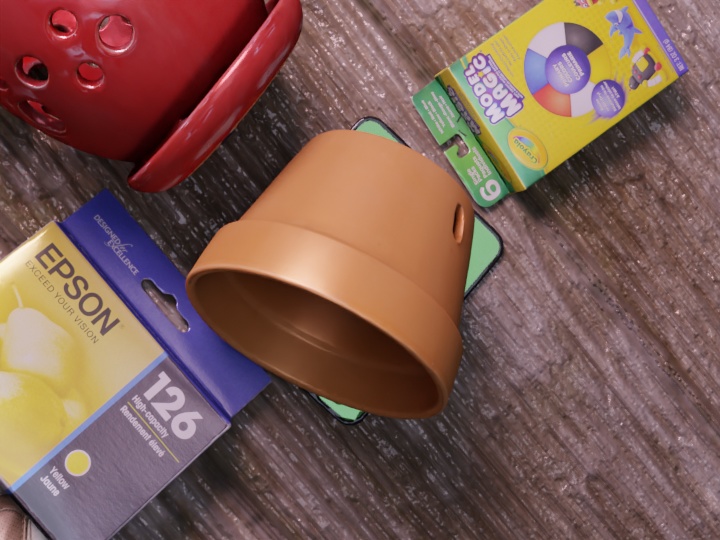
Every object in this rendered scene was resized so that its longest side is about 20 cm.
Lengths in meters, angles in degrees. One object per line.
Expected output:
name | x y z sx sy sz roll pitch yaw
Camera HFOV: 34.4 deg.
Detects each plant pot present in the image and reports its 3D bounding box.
plant pot | -0.155 -0.164 0.793 0.182 0.200 0.201 41 82 -15
plant pot | -0.006 -0.004 0.827 0.199 0.200 0.141 29 68 -10

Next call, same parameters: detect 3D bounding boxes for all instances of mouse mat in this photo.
mouse mat | 0.000 0.000 0.918 0.161 0.008 0.200 43 82 -8

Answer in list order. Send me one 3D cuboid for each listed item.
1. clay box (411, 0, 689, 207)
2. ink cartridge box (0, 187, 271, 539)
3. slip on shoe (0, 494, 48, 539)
clay box | 0.151 -0.150 0.931 0.199 0.048 0.115 -36 96 -11
ink cartridge box | -0.191 0.069 0.830 0.200 0.047 0.198 -43 94 -21
slip on shoe | -0.244 0.260 0.827 0.060 0.076 0.202 -1 87 -20
